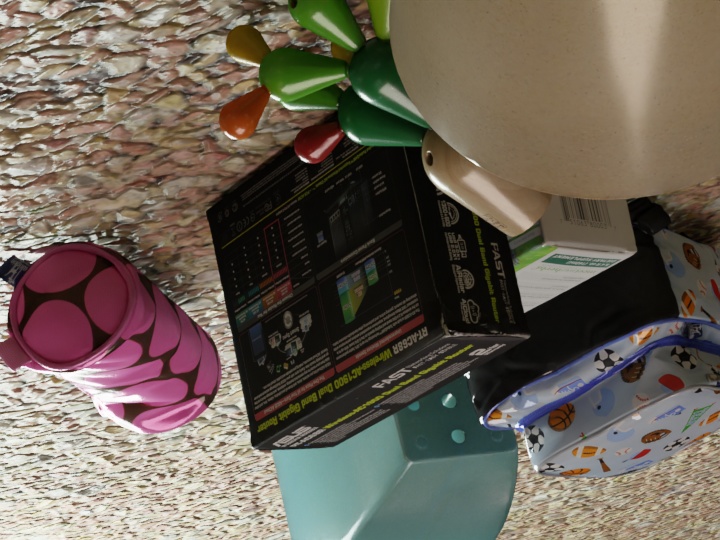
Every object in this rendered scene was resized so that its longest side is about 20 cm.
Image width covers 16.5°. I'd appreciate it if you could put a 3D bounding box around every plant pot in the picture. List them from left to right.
[{"bbox_3d":[0.034,0.138,1.861,0.141,0.142,0.200,-4,153,-20],"label":"plant pot"},{"bbox_3d":[0.097,-0.160,0.964,0.186,0.188,0.200,-11,148,-1],"label":"plant pot"}]

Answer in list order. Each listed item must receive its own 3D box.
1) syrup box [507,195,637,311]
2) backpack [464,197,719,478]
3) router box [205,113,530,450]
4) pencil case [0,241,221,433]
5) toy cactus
[{"bbox_3d":[0.065,-0.012,1.504,0.078,0.082,0.200,6,154,-40],"label":"syrup box"},{"bbox_3d":[0.180,0.051,1.672,0.199,0.155,0.190,-27,167,33],"label":"backpack"},{"bbox_3d":[0.000,0.000,1.390,0.062,0.151,0.200,2,158,-36],"label":"router box"},{"bbox_3d":[-0.154,0.047,1.548,0.094,0.091,0.200,-47,157,-2],"label":"pencil case"},{"bbox_3d":[0.025,-0.076,1.201,0.165,0.102,0.200,43,149,-18],"label":"toy cactus"}]
